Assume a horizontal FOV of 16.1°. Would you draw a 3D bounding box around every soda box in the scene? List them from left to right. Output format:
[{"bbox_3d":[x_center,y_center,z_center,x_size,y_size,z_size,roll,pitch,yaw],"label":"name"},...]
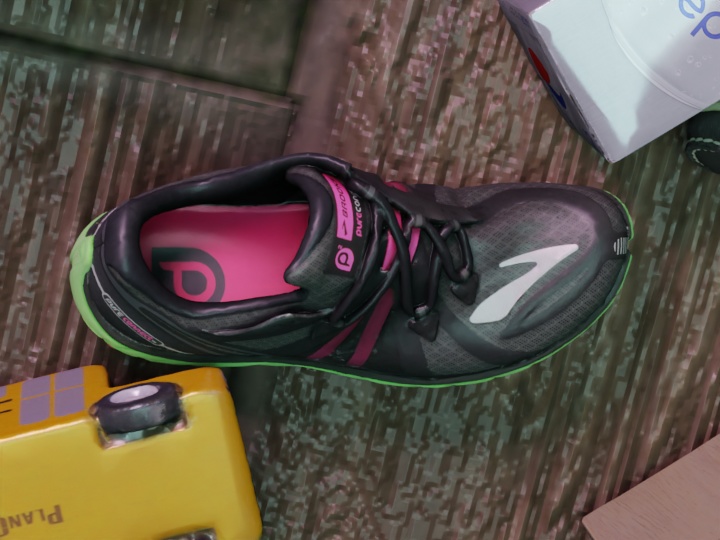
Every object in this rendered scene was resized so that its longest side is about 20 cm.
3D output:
[{"bbox_3d":[0.151,-0.119,0.892,0.200,0.068,0.063,-31,106,1],"label":"soda box"}]

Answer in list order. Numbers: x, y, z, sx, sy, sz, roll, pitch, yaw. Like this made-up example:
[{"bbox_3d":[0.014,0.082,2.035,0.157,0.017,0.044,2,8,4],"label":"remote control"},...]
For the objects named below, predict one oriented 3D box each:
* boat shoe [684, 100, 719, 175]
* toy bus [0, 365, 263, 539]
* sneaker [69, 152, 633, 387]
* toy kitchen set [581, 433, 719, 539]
[{"bbox_3d":[0.194,-0.005,0.878,0.201,0.072,0.066,25,87,25],"label":"boat shoe"},{"bbox_3d":[-0.139,0.083,0.896,0.200,0.078,0.065,-14,104,-4],"label":"toy bus"},{"bbox_3d":[0.000,0.000,0.885,0.200,0.084,0.077,-5,77,-8],"label":"sneaker"},{"bbox_3d":[0.220,0.128,0.905,0.200,0.180,0.163,-32,107,0],"label":"toy kitchen set"}]
